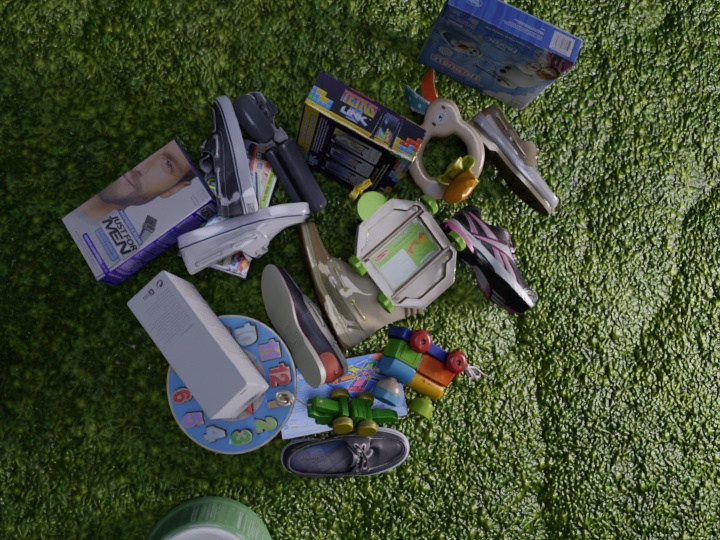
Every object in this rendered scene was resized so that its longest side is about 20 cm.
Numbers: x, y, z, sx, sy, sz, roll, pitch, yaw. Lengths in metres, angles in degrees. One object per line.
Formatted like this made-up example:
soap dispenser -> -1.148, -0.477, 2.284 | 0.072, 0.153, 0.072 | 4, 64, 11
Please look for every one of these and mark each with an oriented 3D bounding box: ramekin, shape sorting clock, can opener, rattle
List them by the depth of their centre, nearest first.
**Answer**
ramekin -> -0.217, 0.431, 0.892 | 0.196, 0.098, 0.204 | 1, 85, -8
can opener -> -0.123, -0.164, 0.939 | 0.202, 0.053, 0.067 | 61, 40, -17
shape sorting clock -> -0.190, 0.167, 0.942 | 0.196, 0.039, 0.204 | 0, 85, 0
rattle -> 0.112, -0.206, 0.973 | 0.128, 0.142, 0.204 | -6, 102, 31

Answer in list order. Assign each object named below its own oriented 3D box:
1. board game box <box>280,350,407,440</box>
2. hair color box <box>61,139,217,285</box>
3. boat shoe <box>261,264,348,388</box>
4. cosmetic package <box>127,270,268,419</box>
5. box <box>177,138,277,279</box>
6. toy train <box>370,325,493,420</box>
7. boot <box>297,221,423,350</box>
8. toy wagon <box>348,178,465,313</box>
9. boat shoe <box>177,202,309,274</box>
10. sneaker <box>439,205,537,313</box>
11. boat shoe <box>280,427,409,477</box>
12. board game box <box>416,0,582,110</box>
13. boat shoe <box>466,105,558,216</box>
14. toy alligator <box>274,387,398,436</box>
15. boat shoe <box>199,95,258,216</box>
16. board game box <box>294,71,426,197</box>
board game box -> -0.032, 0.189, 0.983 | 0.196, 0.019, 0.105 | -9, 87, -9
hair color box -> -0.313, -0.082, 0.925 | 0.199, 0.065, 0.110 | -36, 80, -3
boat shoe -> -0.086, 0.078, 0.961 | 0.062, 0.071, 0.202 | -16, 70, -40
cosmetic package -> -0.223, 0.104, 0.887 | 0.071, 0.101, 0.200 | -41, 75, -1
box -> -0.195, -0.099, 0.978 | 0.108, 0.035, 0.204 | 17, 83, -6
toy train -> 0.113, 0.174, 0.969 | 0.198, 0.084, 0.117 | 31, 77, -21
boot -> 0.000, 0.000, 0.978 | 0.153, 0.073, 0.203 | -23, 90, -9
toy wagon -> 0.054, -0.044, 0.935 | 0.155, 0.040, 0.201 | -39, 96, -9
boat shoe -> -0.163, -0.046, 0.930 | 0.197, 0.074, 0.067 | -17, 91, 1
sneaker -> 0.217, -0.024, 1.013 | 0.200, 0.080, 0.086 | 48, 70, -7
boat shoe -> -0.020, 0.274, 0.952 | 0.196, 0.066, 0.071 | 1, 85, -8
board game box -> 0.201, -0.333, 0.976 | 0.197, 0.199, 0.044 | 23, 84, -5
boat shoe -> 0.255, -0.180, 1.032 | 0.068, 0.075, 0.200 | -42, 91, -4
toy alligator -> -0.040, 0.209, 0.933 | 0.197, 0.055, 0.060 | 13, 44, -22
boat shoe -> -0.198, -0.164, 0.912 | 0.067, 0.072, 0.203 | -13, 67, -10
board game box -> -0.009, -0.183, 0.929 | 0.163, 0.200, 0.057 | 29, 75, -5
